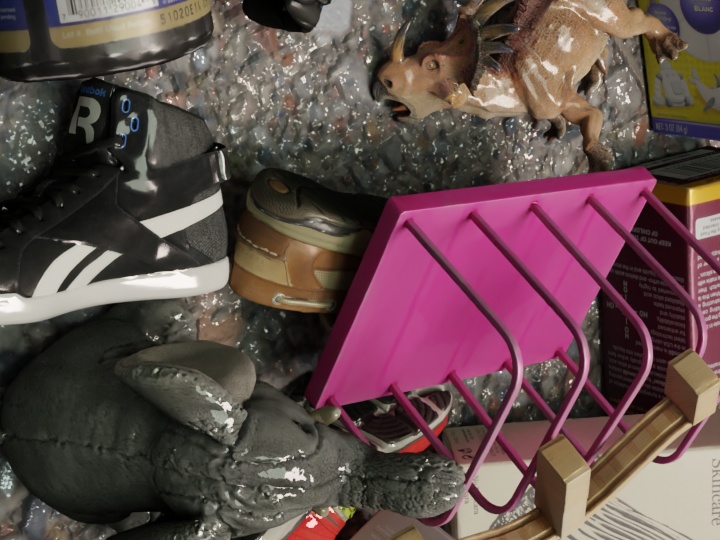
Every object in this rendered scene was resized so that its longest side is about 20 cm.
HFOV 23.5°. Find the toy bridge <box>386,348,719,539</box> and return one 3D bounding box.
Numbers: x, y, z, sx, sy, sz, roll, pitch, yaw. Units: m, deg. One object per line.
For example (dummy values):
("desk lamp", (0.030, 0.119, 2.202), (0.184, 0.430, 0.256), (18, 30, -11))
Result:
("toy bridge", (0.103, 0.111, 0.888), (0.199, 0.027, 0.067), (-30, 148, -16))

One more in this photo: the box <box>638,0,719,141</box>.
("box", (0.227, -0.182, 1.081), (0.048, 0.117, 0.202), (-20, 110, -33))

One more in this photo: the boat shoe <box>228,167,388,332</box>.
("boat shoe", (0.000, 0.000, 0.976), (0.199, 0.076, 0.074), (16, 106, -45))

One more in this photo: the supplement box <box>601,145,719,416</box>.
("supplement box", (0.225, 0.028, 1.141), (0.110, 0.085, 0.202), (-14, 107, -34))

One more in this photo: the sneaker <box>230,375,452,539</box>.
("sneaker", (-0.029, 0.126, 0.991), (0.199, 0.077, 0.085), (-33, 138, -27))

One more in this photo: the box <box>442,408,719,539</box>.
("box", (0.151, 0.137, 1.061), (0.198, 0.068, 0.083), (-5, 104, -3))

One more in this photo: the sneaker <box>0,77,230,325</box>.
("sneaker", (-0.152, -0.038, 0.856), (0.199, 0.073, 0.113), (-9, 102, -44))

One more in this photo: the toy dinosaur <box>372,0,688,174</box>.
("toy dinosaur", (0.111, -0.144, 1.026), (0.136, 0.085, 0.201), (49, 64, -26))

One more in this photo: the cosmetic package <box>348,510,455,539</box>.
("cosmetic package", (-0.012, 0.241, 0.988), (0.200, 0.090, 0.107), (-38, 144, -23))

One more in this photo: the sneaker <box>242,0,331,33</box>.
("sneaker", (-0.017, -0.181, 0.917), (0.198, 0.076, 0.113), (-3, 95, -33))

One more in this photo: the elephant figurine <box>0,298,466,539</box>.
("elephant figurine", (-0.079, 0.086, 0.849), (0.155, 0.199, 0.142), (-43, 122, -22))

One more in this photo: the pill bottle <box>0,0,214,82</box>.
("pill bottle", (-0.136, -0.197, 0.803), (0.111, 0.111, 0.202), (-19, 111, -33))

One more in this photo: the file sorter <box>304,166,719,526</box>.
("file sorter", (0.099, 0.044, 0.946), (0.199, 0.126, 0.140), (-9, 136, -39))
